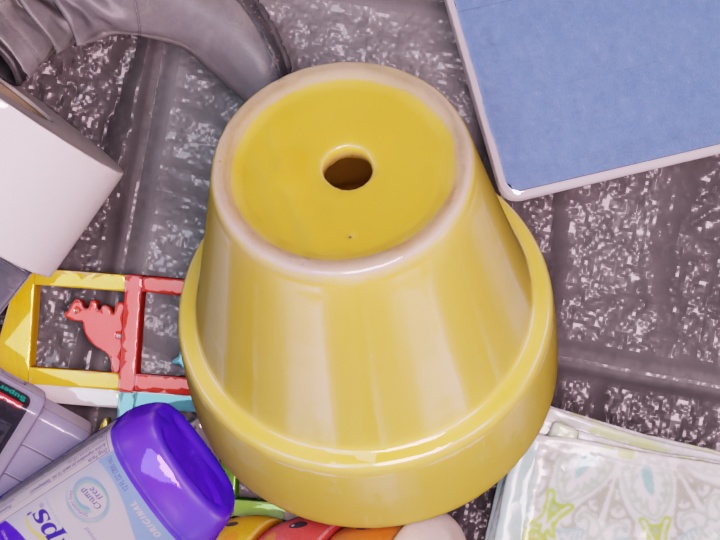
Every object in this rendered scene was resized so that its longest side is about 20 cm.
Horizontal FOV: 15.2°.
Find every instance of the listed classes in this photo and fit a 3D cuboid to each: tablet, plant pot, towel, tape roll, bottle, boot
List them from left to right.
[{"bbox_3d":[-0.226,-0.082,1.423,0.202,0.202,0.071,36,93,4],"label":"tape roll"},{"bbox_3d":[-0.165,0.151,1.439,0.200,0.065,0.084,-33,99,17],"label":"bottle"},{"bbox_3d":[-0.141,-0.135,1.460,0.132,0.070,0.200,-38,75,-24],"label":"boot"},{"bbox_3d":[0.000,0.000,1.372,0.200,0.189,0.201,-2,56,3],"label":"plant pot"},{"bbox_3d":[0.143,0.185,1.447,0.171,0.048,0.201,13,91,-9],"label":"towel"},{"bbox_3d":[0.155,-0.117,1.455,0.199,0.014,0.130,-13,75,-7],"label":"tablet"}]

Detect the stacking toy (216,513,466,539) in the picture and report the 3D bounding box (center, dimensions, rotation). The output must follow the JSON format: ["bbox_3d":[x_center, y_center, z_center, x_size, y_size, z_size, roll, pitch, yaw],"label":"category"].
[{"bbox_3d":[-0.051,0.181,1.456,0.199,0.146,0.147,13,90,21],"label":"stacking toy"}]

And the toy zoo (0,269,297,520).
[{"bbox_3d":[-0.126,0.067,1.502,0.199,0.020,0.132,5,90,5],"label":"toy zoo"}]

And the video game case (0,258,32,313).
[{"bbox_3d":[-0.292,0.031,1.467,0.143,0.019,0.200,35,110,-15],"label":"video game case"}]

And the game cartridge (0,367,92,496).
[{"bbox_3d":[-0.261,0.086,1.463,0.200,0.038,0.130,29,116,-11],"label":"game cartridge"}]
